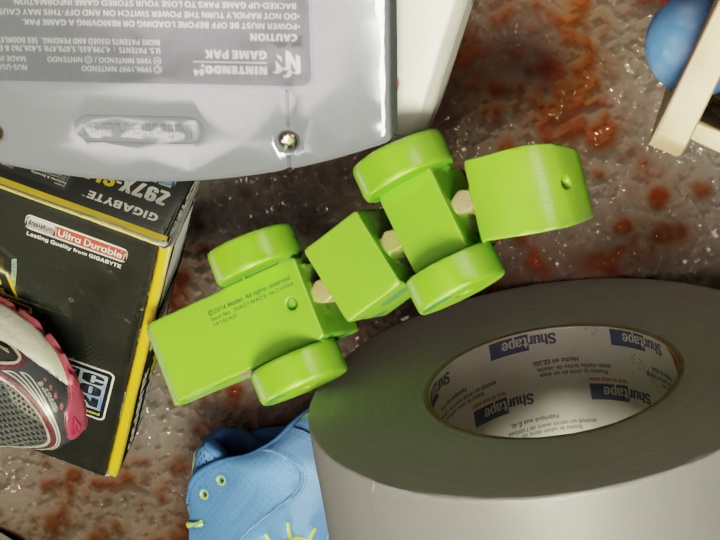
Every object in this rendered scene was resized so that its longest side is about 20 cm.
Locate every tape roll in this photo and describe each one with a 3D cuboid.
[{"bbox_3d":[0.082,0.072,1.096,0.200,0.200,0.066,-4,113,14],"label":"tape roll"}]

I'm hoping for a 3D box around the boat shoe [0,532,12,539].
[{"bbox_3d":[-0.154,0.205,1.243,0.072,0.068,0.200,-35,71,23],"label":"boat shoe"}]

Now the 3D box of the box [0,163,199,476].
[{"bbox_3d":[-0.180,-0.006,1.174,0.200,0.049,0.160,20,138,2],"label":"box"}]

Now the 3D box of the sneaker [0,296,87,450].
[{"bbox_3d":[-0.212,0.050,1.153,0.200,0.075,0.081,8,134,13],"label":"sneaker"}]

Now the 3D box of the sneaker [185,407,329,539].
[{"bbox_3d":[-0.052,0.131,1.233,0.200,0.076,0.105,-41,82,24],"label":"sneaker"}]

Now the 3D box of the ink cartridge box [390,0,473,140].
[{"bbox_3d":[-0.011,-0.172,1.074,0.147,0.083,0.200,19,116,2],"label":"ink cartridge box"}]

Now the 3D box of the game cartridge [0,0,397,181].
[{"bbox_3d":[-0.085,-0.101,1.048,0.200,0.040,0.133,2,111,6],"label":"game cartridge"}]

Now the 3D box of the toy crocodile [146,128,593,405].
[{"bbox_3d":[0.000,0.000,1.093,0.200,0.062,0.068,-30,80,23],"label":"toy crocodile"}]

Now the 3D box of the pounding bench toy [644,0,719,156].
[{"bbox_3d":[0.209,-0.127,1.025,0.156,0.124,0.200,24,116,1],"label":"pounding bench toy"}]
